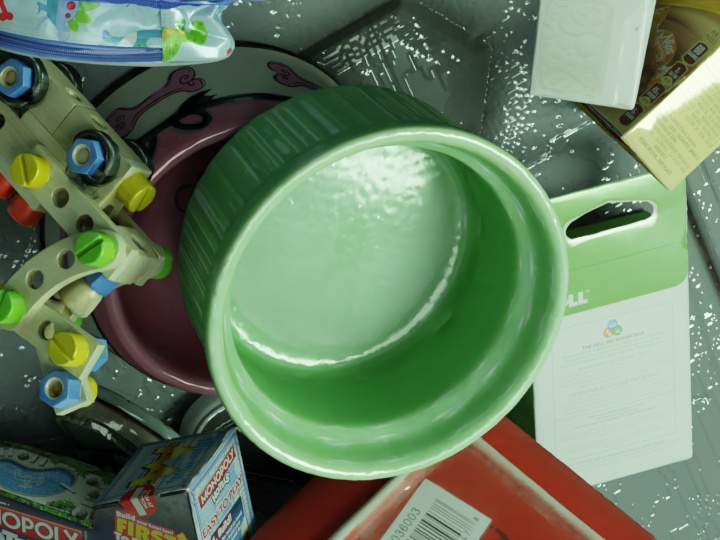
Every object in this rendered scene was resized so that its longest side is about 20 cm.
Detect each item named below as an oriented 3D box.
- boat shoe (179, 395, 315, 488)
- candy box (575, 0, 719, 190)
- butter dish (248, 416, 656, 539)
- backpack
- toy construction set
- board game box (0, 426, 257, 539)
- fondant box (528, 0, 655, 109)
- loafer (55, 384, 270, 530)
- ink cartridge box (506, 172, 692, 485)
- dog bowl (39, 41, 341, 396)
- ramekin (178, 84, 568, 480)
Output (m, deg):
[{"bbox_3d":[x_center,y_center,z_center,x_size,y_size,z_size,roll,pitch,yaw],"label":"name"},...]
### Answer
[{"bbox_3d":[-0.004,0.102,1.612,0.200,0.066,0.070,4,113,-25],"label":"boat shoe"},{"bbox_3d":[0.207,-0.149,1.545,0.200,0.115,0.055,-44,124,3],"label":"candy box"},{"bbox_3d":[0.046,0.196,1.546,0.200,0.199,0.148,-42,163,-32],"label":"butter dish"},{"bbox_3d":[-0.141,-0.183,1.343,0.199,0.183,0.147,6,112,-19],"label":"backpack"},{"bbox_3d":[-0.179,-0.035,1.431,0.200,0.092,0.131,43,104,8],"label":"toy construction set"},{"bbox_3d":[-0.132,0.161,1.527,0.200,0.062,0.200,18,129,15],"label":"board game box"},{"bbox_3d":[0.133,-0.198,1.428,0.058,0.200,0.145,8,127,6],"label":"fondant box"},{"bbox_3d":[-0.106,0.139,1.577,0.200,0.072,0.063,45,67,-35],"label":"loafer"},{"bbox_3d":[0.137,0.027,1.637,0.104,0.059,0.200,-14,119,-16],"label":"ink cartridge box"},{"bbox_3d":[-0.071,-0.020,1.519,0.200,0.074,0.201,-9,118,-18],"label":"dog bowl"},{"bbox_3d":[0.000,0.000,1.457,0.200,0.098,0.200,-9,118,-18],"label":"ramekin"}]
